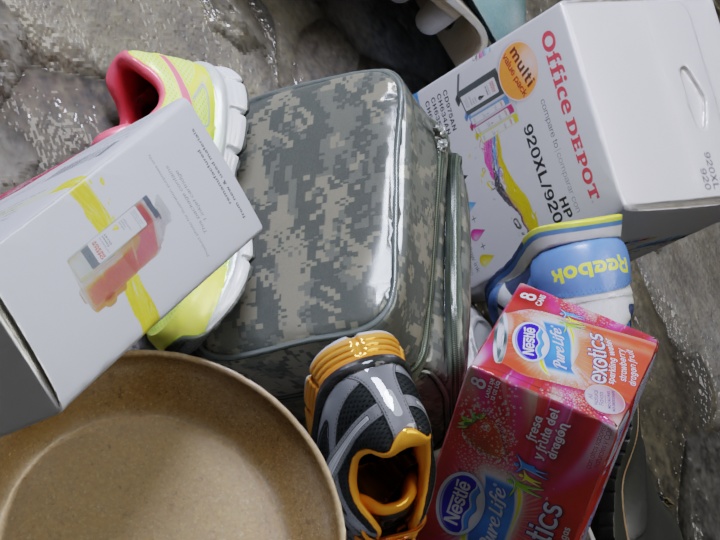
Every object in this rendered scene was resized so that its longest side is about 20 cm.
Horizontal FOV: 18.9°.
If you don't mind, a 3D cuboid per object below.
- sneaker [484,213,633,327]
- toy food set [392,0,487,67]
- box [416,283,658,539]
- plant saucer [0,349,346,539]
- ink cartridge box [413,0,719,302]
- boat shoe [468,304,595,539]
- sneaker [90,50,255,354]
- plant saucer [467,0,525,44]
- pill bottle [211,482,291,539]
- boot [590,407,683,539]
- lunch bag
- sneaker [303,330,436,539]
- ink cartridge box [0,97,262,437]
[{"bbox_3d":[0.127,0.029,1.374,0.200,0.074,0.083,103,-26,-74],"label":"sneaker"},{"bbox_3d":[-0.005,-0.224,1.476,0.200,0.060,0.144,37,18,-38],"label":"toy food set"},{"bbox_3d":[0.097,0.123,1.294,0.095,0.200,0.100,23,36,10],"label":"box"},{"bbox_3d":[-0.108,0.140,1.081,0.199,0.035,0.201,4,68,-9],"label":"plant saucer"},{"bbox_3d":[0.143,-0.080,1.454,0.144,0.200,0.148,-8,77,-39],"label":"ink cartridge box"},{"bbox_3d":[0.107,0.108,1.433,0.071,0.070,0.201,5,64,-54],"label":"boat shoe"},{"bbox_3d":[-0.116,-0.041,1.228,0.090,0.078,0.201,24,46,-35],"label":"sneaker"},{"bbox_3d":[0.072,-0.234,1.535,0.201,0.039,0.201,58,4,-6],"label":"plant saucer"},{"bbox_3d":[-0.026,0.213,1.155,0.111,0.111,0.201,-19,86,-56],"label":"pill bottle"},{"bbox_3d":[0.181,0.140,1.508,0.138,0.077,0.201,4,90,-57],"label":"boot"},{"bbox_3d":[0.000,0.000,1.306,0.168,0.139,0.201,51,34,-51],"label":"lunch bag"},{"bbox_3d":[0.005,0.130,1.212,0.077,0.078,0.200,-124,-157,-44],"label":"sneaker"},{"bbox_3d":[-0.162,0.010,1.061,0.084,0.145,0.200,60,35,-11],"label":"ink cartridge box"}]
